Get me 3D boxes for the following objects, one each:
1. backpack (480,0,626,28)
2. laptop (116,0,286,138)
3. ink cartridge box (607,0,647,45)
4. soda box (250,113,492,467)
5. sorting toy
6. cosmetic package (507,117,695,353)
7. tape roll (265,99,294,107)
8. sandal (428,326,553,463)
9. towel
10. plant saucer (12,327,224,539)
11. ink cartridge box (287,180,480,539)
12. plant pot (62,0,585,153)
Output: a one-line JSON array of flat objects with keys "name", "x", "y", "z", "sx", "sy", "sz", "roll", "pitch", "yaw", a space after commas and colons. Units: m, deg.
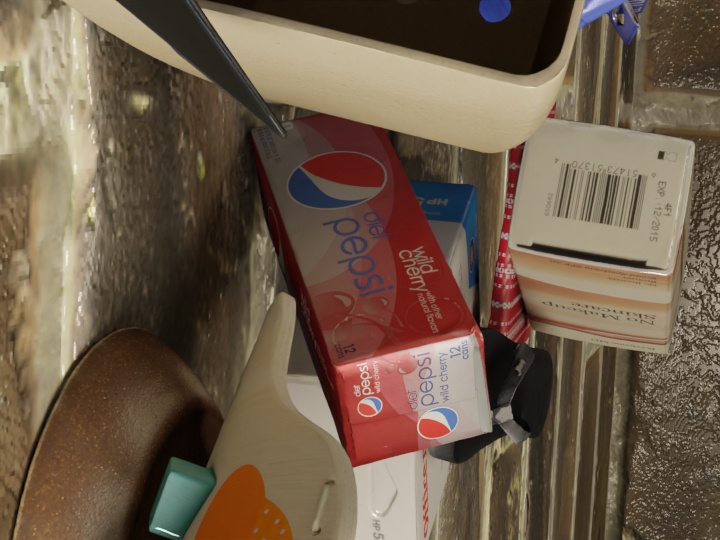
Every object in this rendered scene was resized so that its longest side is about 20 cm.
[{"name": "backpack", "x": 0.069, "y": -0.214, "z": 0.825, "sx": 0.200, "sy": 0.168, "sz": 0.163, "roll": 59, "pitch": 16, "yaw": -5}, {"name": "laptop", "x": -0.083, "y": -0.168, "z": 0.478, "sx": 0.187, "sy": 0.116, "sz": 0.201, "roll": 56, "pitch": 41, "yaw": -68}, {"name": "ink cartridge box", "x": 0.152, "y": -0.246, "z": 1.026, "sx": 0.136, "sy": 0.076, "sz": 0.201, "roll": 77, "pitch": 16, "yaw": -83}, {"name": "soda box", "x": 0.000, "y": 0.000, "z": 0.782, "sx": 0.200, "sy": 0.070, "sz": 0.064, "roll": -113, "pitch": -168, "yaw": -52}, {"name": "sorting toy", "x": -0.033, "y": 0.111, "z": 0.672, "sx": 0.180, "sy": 0.106, "sz": 0.200, "roll": -83, "pitch": 166, "yaw": -45}, {"name": "cosmetic package", "x": 0.155, "y": -0.017, "z": 1.035, "sx": 0.200, "sy": 0.103, "sz": 0.088, "roll": 54, "pitch": 46, "yaw": -71}, {"name": "tape roll", "x": -0.024, "y": -0.186, "z": 0.857, "sx": 0.203, "sy": 0.037, "sz": 0.204, "roll": 5, "pitch": 90, "yaw": -75}, {"name": "sandal", "x": 0.088, "y": 0.071, "z": 0.966, "sx": 0.200, "sy": 0.043, "sz": 0.076, "roll": -3, "pitch": 100, "yaw": -67}, {"name": "towel", "x": 0.102, "y": -0.016, "z": 1.081, "sx": 0.145, "sy": 0.022, "sz": 0.201, "roll": -31, "pitch": 128, "yaw": -76}, {"name": "plant saucer", "x": -0.090, "y": 0.125, "z": 0.695, "sx": 0.200, "sy": 0.037, "sz": 0.201, "roll": 4, "pitch": 90, "yaw": -76}, {"name": "ink cartridge box", "x": 0.015, "y": 0.059, "z": 0.978, "sx": 0.200, "sy": 0.084, "sz": 0.146, "roll": -67, "pitch": 159, "yaw": -51}, {"name": "plant pot", "x": 0.009, "y": -0.151, "z": 0.656, "sx": 0.177, "sy": 0.199, "sz": 0.200, "roll": 67, "pitch": 39, "yaw": -73}]
